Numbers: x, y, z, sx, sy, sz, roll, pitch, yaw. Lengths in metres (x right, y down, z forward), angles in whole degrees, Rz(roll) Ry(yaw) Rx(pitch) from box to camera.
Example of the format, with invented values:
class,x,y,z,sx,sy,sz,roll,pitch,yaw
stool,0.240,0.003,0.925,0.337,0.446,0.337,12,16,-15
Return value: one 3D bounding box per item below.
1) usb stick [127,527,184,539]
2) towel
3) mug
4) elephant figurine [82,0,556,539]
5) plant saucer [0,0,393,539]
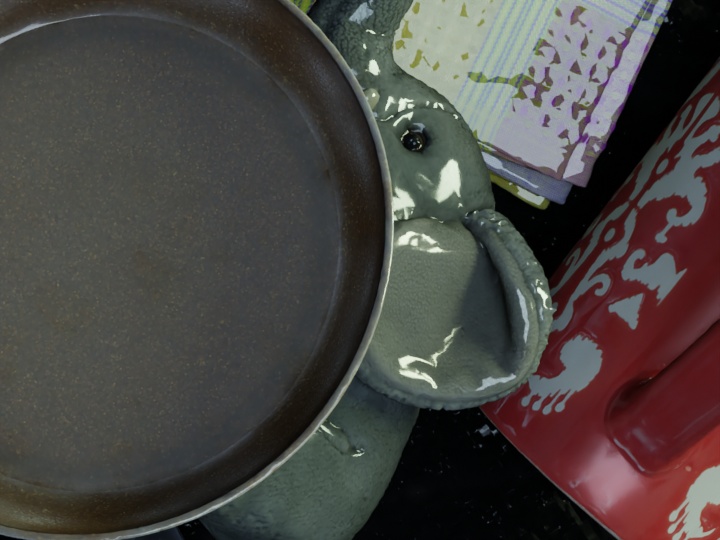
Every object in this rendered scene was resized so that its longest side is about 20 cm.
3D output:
class,x,y,z,sx,sy,sz,roll,pitch,yaw
usb stick,-0.061,0.168,0.995,0.055,0.033,0.201,-31,103,-26
towel,0.055,-0.138,0.974,0.143,0.023,0.201,24,94,-10
mug,0.133,-0.003,0.939,0.200,0.177,0.133,-49,64,6
elephant figurine,0.000,0.000,0.932,0.200,0.155,0.142,-42,61,-5
plant saucer,-0.087,-0.009,0.863,0.199,0.032,0.202,-2,75,6
